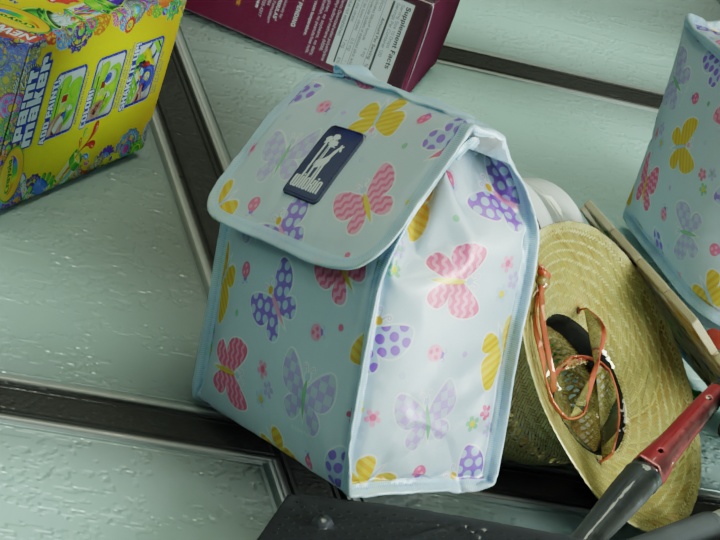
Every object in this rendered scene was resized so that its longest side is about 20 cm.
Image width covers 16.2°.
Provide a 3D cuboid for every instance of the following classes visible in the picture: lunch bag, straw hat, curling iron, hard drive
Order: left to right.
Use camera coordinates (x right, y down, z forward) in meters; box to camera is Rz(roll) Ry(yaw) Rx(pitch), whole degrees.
[{"bbox_3d":[0.000,0.000,1.350,0.127,0.201,0.169,3,15,-35],"label":"lunch bag"},{"bbox_3d":[0.042,0.163,1.219,0.199,0.042,0.135,9,22,13],"label":"hard drive"},{"bbox_3d":[0.110,0.071,1.452,0.201,0.085,0.202,39,40,-42],"label":"straw hat"},{"bbox_3d":[0.166,0.108,1.376,0.049,0.026,0.200,11,33,43],"label":"curling iron"},{"bbox_3d":[0.282,-0.059,1.745,0.127,0.170,0.200,7,24,-17],"label":"lunch bag"}]

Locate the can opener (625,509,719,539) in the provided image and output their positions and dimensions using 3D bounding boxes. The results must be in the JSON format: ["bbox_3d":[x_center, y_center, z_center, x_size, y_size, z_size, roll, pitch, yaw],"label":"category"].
[{"bbox_3d":[0.201,0.144,1.399,0.053,0.067,0.200,35,28,32],"label":"can opener"}]

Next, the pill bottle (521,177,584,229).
[{"bbox_3d":[0.048,-0.005,1.541,0.113,0.113,0.200,36,28,31],"label":"pill bottle"}]

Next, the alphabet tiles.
[{"bbox_3d":[0.202,0.043,1.554,0.167,0.006,0.200,53,0,-43],"label":"alphabet tiles"}]

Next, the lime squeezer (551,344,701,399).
[{"bbox_3d":[0.123,0.062,1.568,0.199,0.038,0.071,1,61,-37],"label":"lime squeezer"}]

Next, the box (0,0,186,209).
[{"bbox_3d":[-0.251,-0.149,1.605,0.200,0.122,0.193,27,26,17],"label":"box"}]

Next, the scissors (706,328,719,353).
[{"bbox_3d":[0.287,0.098,1.543,0.200,0.014,0.073,37,-6,0],"label":"scissors"}]

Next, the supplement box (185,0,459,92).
[{"bbox_3d":[-0.031,-0.219,1.962,0.199,0.086,0.110,23,24,7],"label":"supplement box"}]
